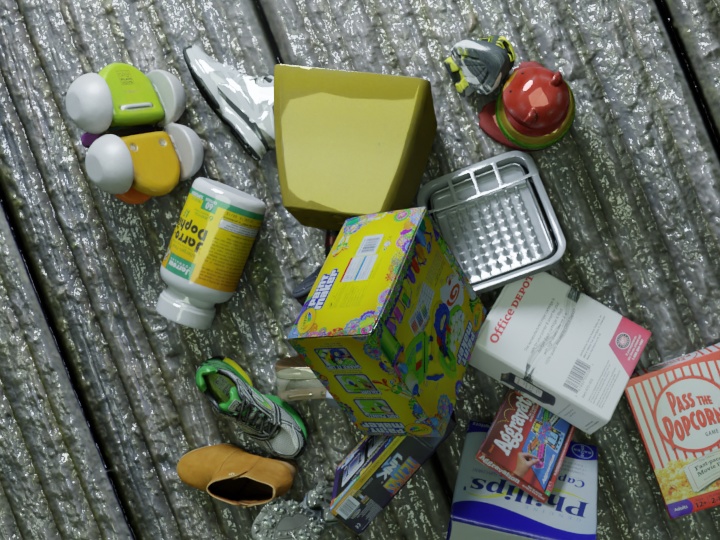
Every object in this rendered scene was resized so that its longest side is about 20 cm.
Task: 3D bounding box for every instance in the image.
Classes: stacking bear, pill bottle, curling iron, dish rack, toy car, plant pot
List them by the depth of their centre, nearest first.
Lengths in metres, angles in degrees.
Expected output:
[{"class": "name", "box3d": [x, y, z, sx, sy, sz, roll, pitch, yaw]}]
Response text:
[{"class": "stacking bear", "box3d": [0.226, -0.216, 1.200, 0.114, 0.200, 0.121, 40, 97, 4]}, {"class": "plant pot", "box3d": [-0.013, -0.147, 1.228, 0.200, 0.200, 0.177, 8, 83, 9]}, {"class": "dish rack", "box3d": [0.178, -0.058, 1.257, 0.171, 0.044, 0.200, -19, 53, 8]}, {"class": "pill bottle", "box3d": [-0.220, -0.023, 1.325, 0.113, 0.113, 0.200, 23, 96, 8]}, {"class": "toy car", "box3d": [-0.339, -0.192, 1.332, 0.150, 0.175, 0.200, -19, 89, 46]}, {"class": "curling iron", "box3d": [-0.049, -0.037, 1.344, 0.049, 0.026, 0.200, -6, 96, 30]}]

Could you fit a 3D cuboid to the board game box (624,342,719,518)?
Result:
[{"class": "board game box", "box3d": [0.459, 0.218, 1.259, 0.151, 0.046, 0.200, -21, 89, 9]}]

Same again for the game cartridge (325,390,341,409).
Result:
[{"class": "game cartridge", "box3d": [0.038, 0.111, 1.258, 0.133, 0.041, 0.200, 9, 51, 30]}]

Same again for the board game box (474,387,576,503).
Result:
[{"class": "board game box", "box3d": [0.229, 0.211, 1.227, 0.103, 0.200, 0.019, 31, 128, 7]}]

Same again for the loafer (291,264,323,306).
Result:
[{"class": "loafer", "box3d": [0.000, 0.000, 1.304, 0.200, 0.072, 0.063, -34, 106, -5]}]

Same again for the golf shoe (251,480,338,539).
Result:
[{"class": "golf shoe", "box3d": [-0.094, 0.365, 1.280, 0.078, 0.200, 0.097, 45, 110, 22]}]

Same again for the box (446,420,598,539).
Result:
[{"class": "box", "box3d": [0.214, 0.312, 1.215, 0.184, 0.200, 0.105, 10, 121, 8]}]

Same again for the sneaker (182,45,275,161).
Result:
[{"class": "sneaker", "box3d": [-0.164, -0.266, 1.340, 0.115, 0.076, 0.201, -37, 82, -8]}]

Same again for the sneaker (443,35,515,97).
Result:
[{"class": "sneaker", "box3d": [0.167, -0.282, 1.216, 0.085, 0.200, 0.075, -33, 102, -1]}]

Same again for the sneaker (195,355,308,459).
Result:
[{"class": "sneaker", "box3d": [-0.164, 0.207, 1.339, 0.200, 0.085, 0.078, 37, 97, 5]}]

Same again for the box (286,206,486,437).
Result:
[{"class": "box", "box3d": [0.041, 0.065, 1.120, 0.122, 0.200, 0.193, -6, 133, 35]}]

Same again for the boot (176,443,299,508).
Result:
[{"class": "boot", "box3d": [-0.195, 0.293, 1.313, 0.201, 0.144, 0.071, -1, 89, 15]}]

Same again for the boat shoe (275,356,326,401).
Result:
[{"class": "boat shoe", "box3d": [-0.025, 0.163, 1.326, 0.200, 0.072, 0.065, 0, 101, 12]}]

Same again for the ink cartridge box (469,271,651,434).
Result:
[{"class": "ink cartridge box", "box3d": [0.263, 0.103, 1.242, 0.200, 0.084, 0.145, 30, 69, 7]}]

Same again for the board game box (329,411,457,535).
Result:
[{"class": "board game box", "box3d": [0.045, 0.244, 1.264, 0.057, 0.165, 0.200, 40, 98, -3]}]
